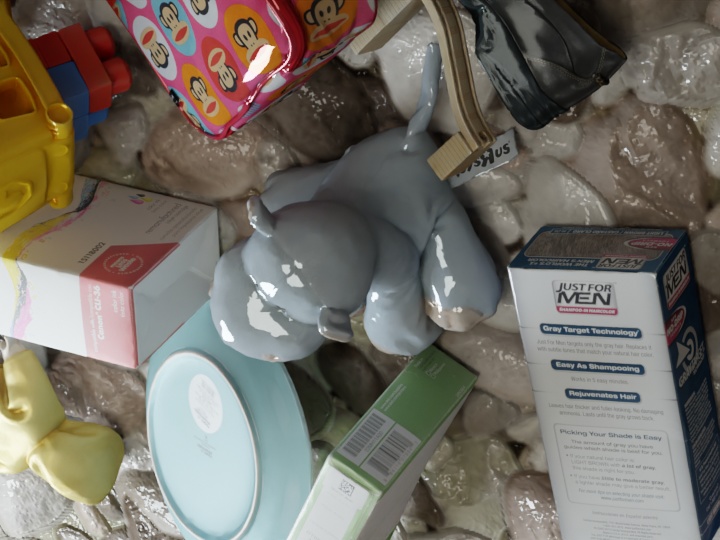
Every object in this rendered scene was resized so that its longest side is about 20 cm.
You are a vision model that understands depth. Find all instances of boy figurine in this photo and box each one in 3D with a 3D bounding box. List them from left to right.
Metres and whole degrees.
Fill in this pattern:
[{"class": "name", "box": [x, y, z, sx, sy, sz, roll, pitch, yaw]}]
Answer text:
[{"class": "boy figurine", "box": [-0.258, 0.095, 1.715, 0.200, 0.064, 0.124, 32, 129, 8]}]

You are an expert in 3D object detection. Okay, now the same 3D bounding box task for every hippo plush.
[{"class": "hippo plush", "box": [0.000, 0.000, 1.440, 0.159, 0.161, 0.200, 50, 130, -5]}]

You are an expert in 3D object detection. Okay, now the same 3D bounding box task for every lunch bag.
[{"class": "lunch bag", "box": [-0.085, -0.183, 1.390, 0.176, 0.082, 0.200, 57, 155, 2]}]

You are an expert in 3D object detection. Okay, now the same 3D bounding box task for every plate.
[{"class": "plate", "box": [-0.100, 0.119, 1.602, 0.200, 0.026, 0.200, 19, 114, 51]}]

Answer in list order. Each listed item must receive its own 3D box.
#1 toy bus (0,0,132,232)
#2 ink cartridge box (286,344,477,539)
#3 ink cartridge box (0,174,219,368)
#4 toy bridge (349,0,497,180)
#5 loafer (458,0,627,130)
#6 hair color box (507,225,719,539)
[{"class": "toy bus", "box": [-0.256, -0.122, 1.527, 0.200, 0.192, 0.136, 56, 160, 24]}, {"class": "ink cartridge box", "box": [-0.003, 0.160, 1.552, 0.048, 0.146, 0.200, 34, 130, 8]}, {"class": "ink cartridge box", "box": [-0.208, -0.010, 1.585, 0.200, 0.116, 0.068, 13, 124, 23]}, {"class": "toy bridge", "box": [0.020, -0.154, 1.386, 0.067, 0.027, 0.200, -41, 76, 40]}, {"class": "loafer", "box": [0.079, -0.181, 1.353, 0.072, 0.073, 0.200, -28, 107, 17]}, {"class": "hair color box", "box": [0.163, 0.073, 1.457, 0.100, 0.061, 0.200, 2, 120, 29]}]
